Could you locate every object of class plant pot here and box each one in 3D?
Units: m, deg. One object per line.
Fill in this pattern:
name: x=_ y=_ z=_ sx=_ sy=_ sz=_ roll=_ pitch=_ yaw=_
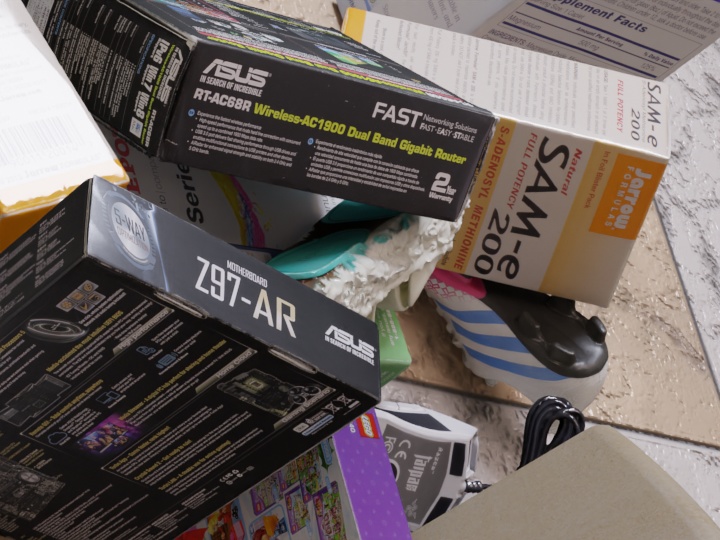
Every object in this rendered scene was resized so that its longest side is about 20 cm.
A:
plant pot: x=0.124 y=0.203 z=1.052 sx=0.200 sy=0.199 sz=0.177 roll=52 pitch=11 yaw=-38

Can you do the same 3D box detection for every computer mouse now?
computer mouse: x=0.030 y=0.108 z=1.145 sx=0.199 sy=0.110 sz=0.044 roll=15 pitch=13 yaw=-35

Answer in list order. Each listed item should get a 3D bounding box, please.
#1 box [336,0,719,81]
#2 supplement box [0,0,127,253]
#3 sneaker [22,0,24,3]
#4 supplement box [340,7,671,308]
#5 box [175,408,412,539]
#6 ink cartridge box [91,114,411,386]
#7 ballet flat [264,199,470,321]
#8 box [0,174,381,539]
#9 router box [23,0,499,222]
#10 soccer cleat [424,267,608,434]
box: x=0.120 y=-0.179 z=1.377 sx=0.183 sy=0.200 sz=0.105 roll=12 pitch=52 yaw=-44
supplement box: x=-0.205 y=-0.079 z=0.941 sx=0.073 sy=0.126 sz=0.201 roll=-19 pitch=70 yaw=-41
sneaker: x=-0.182 y=-0.153 z=1.046 sx=0.199 sy=0.114 sz=0.076 roll=32 pitch=65 yaw=-9
supplement box: x=0.071 y=-0.065 z=1.213 sx=0.199 sy=0.126 sz=0.074 roll=13 pitch=42 yaw=-4
box: x=-0.024 y=0.181 z=0.965 sx=0.039 sy=0.137 sz=0.201 roll=11 pitch=54 yaw=-44
ink cartridge box: x=-0.084 y=0.000 z=1.089 sx=0.199 sy=0.087 sz=0.146 roll=7 pitch=57 yaw=-45
ballet flat: x=0.000 y=0.000 z=1.073 sx=0.072 sy=0.072 sz=0.200 roll=54 pitch=36 yaw=0
box: x=-0.114 y=0.056 z=0.908 sx=0.160 sy=0.200 sz=0.044 roll=28 pitch=43 yaw=-32
router box: x=-0.052 y=-0.091 z=1.029 sx=0.199 sy=0.062 sz=0.150 roll=10 pitch=16 yaw=-41
soccer cleat: x=0.070 y=0.022 z=1.280 sx=0.070 sy=0.087 sz=0.200 roll=-25 pitch=57 yaw=-35
